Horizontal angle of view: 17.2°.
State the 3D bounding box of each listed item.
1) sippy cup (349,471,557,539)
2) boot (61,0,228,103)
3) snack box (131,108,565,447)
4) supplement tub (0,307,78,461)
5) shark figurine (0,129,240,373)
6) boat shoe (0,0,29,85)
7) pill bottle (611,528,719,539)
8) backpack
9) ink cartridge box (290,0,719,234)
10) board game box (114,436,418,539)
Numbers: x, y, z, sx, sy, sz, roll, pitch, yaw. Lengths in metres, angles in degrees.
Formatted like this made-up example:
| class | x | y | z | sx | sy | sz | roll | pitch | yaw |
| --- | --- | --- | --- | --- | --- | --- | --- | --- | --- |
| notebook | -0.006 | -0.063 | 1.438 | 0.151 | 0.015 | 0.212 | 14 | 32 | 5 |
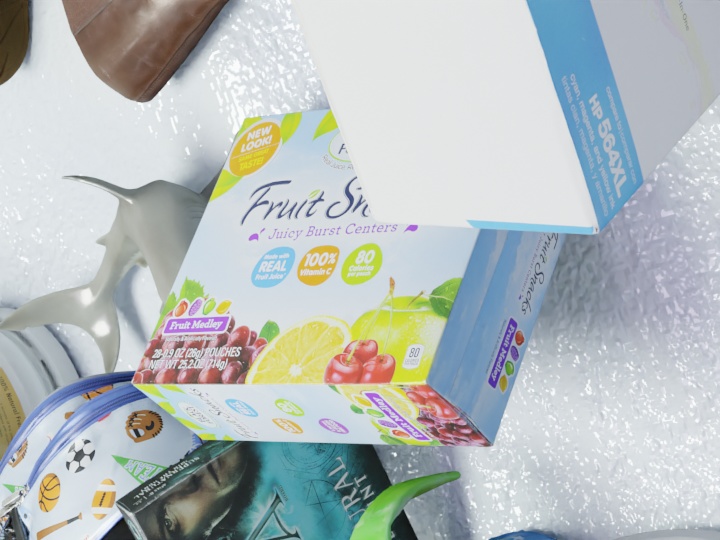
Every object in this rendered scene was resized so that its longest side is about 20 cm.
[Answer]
| class | x | y | z | sx | sy | sz | roll | pitch | yaw |
| --- | --- | --- | --- | --- | --- | --- | --- | --- | --- |
| sippy cup | 0.063 | 0.201 | 1.236 | 0.139 | 0.130 | 0.179 | 26 | 121 | 33 |
| boot | -0.123 | -0.210 | 1.300 | 0.200 | 0.064 | 0.187 | -38 | 78 | 48 |
| snack box | 0.000 | 0.000 | 1.195 | 0.199 | 0.169 | 0.068 | -1 | 148 | 41 |
| supplement tub | -0.278 | 0.109 | 1.454 | 0.144 | 0.200 | 0.145 | 16 | 116 | 37 |
| shark figurine | -0.138 | -0.023 | 1.351 | 0.214 | 0.089 | 0.129 | -22 | 50 | 62 |
| boat shoe | -0.237 | -0.205 | 1.388 | 0.062 | 0.073 | 0.201 | 19 | 119 | 32 |
| pill bottle | 0.161 | 0.238 | 1.178 | 0.110 | 0.111 | 0.201 | 2 | 108 | 41 |
| backpack | -0.116 | 0.141 | 1.349 | 0.191 | 0.199 | 0.154 | -51 | 58 | 37 |
| ink cartridge box | 0.088 | -0.124 | 1.061 | 0.128 | 0.200 | 0.126 | 4 | 126 | 40 |
| board game box | -0.030 | 0.172 | 1.273 | 0.028 | 0.135 | 0.201 | 20 | 140 | 63 |
